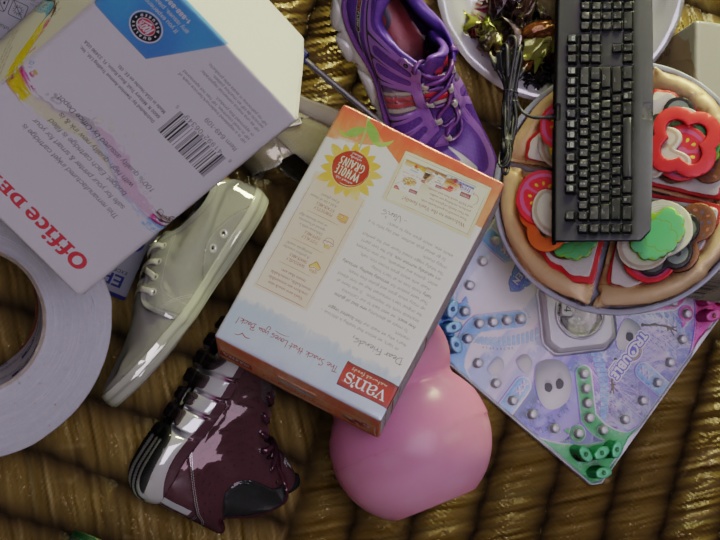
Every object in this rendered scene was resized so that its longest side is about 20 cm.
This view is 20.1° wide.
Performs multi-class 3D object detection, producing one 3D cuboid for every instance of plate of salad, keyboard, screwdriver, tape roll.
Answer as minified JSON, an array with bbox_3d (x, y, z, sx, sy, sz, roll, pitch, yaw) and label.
[{"bbox_3d":[0.158,-0.232,1.597,0.199,0.048,0.202,0,84,-1],"label":"plate of salad"},{"bbox_3d":[0.157,-0.118,1.535,0.126,0.021,0.201,-2,74,15],"label":"keyboard"},{"bbox_3d":[-0.029,-0.150,1.556,0.200,0.029,0.028,38,104,-3],"label":"screwdriver"},{"bbox_3d":[-0.279,0.031,1.450,0.199,0.066,0.202,-2,99,-14],"label":"tape roll"}]

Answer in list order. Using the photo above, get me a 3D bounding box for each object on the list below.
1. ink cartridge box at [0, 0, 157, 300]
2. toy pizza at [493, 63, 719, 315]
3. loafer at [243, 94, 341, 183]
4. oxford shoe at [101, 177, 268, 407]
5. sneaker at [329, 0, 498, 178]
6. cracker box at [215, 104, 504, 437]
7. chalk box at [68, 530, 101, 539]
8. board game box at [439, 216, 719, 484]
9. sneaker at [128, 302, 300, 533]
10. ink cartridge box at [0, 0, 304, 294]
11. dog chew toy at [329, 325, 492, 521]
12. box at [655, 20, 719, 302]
[{"bbox_3d":[-0.221,-0.103,1.482,0.197,0.047,0.201,24,117,-12],"label":"ink cartridge box"},{"bbox_3d":[0.196,-0.066,1.538,0.199,0.032,0.202,-4,75,14],"label":"toy pizza"},{"bbox_3d":[-0.076,-0.107,1.529,0.199,0.076,0.069,21,75,-14],"label":"loafer"},{"bbox_3d":[-0.139,0.011,1.487,0.058,0.075,0.201,35,70,-12],"label":"oxford shoe"},{"bbox_3d":[0.048,-0.138,1.549,0.081,0.083,0.201,-42,112,-22],"label":"sneaker"},{"bbox_3d":[0.000,0.000,1.463,0.133,0.058,0.201,27,73,7],"label":"cracker box"},{"bbox_3d":[-0.177,0.265,1.454,0.199,0.124,0.124,30,80,-13],"label":"chalk box"},{"bbox_3d":[0.175,0.033,1.615,0.200,0.026,0.200,40,77,-10],"label":"board game box"},{"bbox_3d":[-0.078,0.107,1.525,0.115,0.076,0.201,35,87,-18],"label":"sneaker"},{"bbox_3d":[-0.160,-0.119,1.366,0.200,0.146,0.147,-37,112,18],"label":"ink cartridge box"},{"bbox_3d":[0.019,0.082,1.525,0.124,0.125,0.201,-21,84,-16],"label":"dog chew toy"},{"bbox_3d":[0.275,-0.084,1.599,0.077,0.095,0.201,8,74,-17],"label":"box"}]
